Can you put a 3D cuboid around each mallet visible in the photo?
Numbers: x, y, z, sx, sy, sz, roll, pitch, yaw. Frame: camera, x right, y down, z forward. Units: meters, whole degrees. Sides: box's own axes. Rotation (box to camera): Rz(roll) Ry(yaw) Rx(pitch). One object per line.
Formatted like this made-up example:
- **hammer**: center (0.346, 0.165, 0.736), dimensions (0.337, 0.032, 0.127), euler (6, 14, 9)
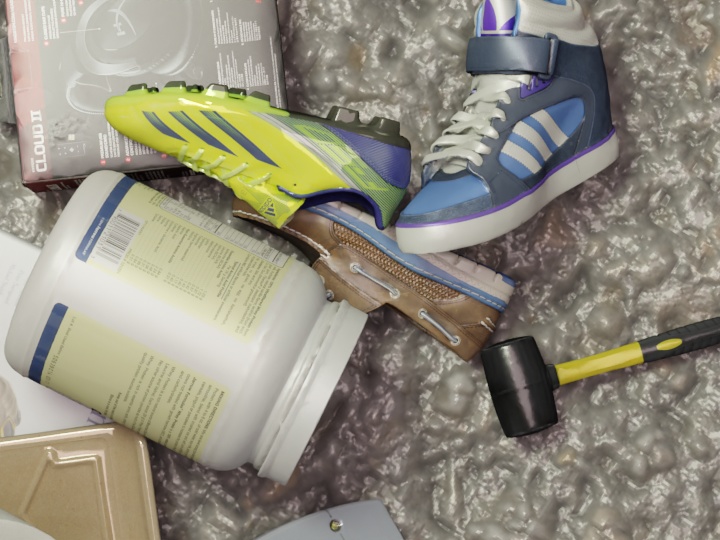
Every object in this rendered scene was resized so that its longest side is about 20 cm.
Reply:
- **mallet**: center (0.183, 0.067, 1.616), dimensions (0.199, 0.041, 0.066), euler (-8, 87, -6)

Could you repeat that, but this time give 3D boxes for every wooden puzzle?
- **wooden puzzle**: center (-0.225, 0.199, 1.580), dimensions (0.199, 0.046, 0.186), euler (-7, 96, 2)

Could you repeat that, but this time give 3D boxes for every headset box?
- **headset box**: center (-0.150, -0.135, 1.595), dimensions (0.199, 0.077, 0.149), euler (-7, 87, -1)

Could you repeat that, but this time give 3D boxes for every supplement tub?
- **supplement tub**: center (-0.110, 0.039, 1.533), dimensions (0.200, 0.145, 0.145), euler (26, 86, 0)

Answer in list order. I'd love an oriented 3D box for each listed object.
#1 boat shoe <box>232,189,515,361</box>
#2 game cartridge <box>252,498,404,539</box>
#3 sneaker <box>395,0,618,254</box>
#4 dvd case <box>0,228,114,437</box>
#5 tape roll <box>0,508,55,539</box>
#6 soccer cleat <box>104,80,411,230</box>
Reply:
- **boat shoe**: center (0.000, 0.000, 1.594), dimensions (0.200, 0.072, 0.073), euler (23, 87, 0)
- **game cartridge**: center (-0.042, 0.236, 1.556), dimensions (0.200, 0.042, 0.133), euler (-28, 83, -33)
- **sneaker**: center (0.081, -0.109, 1.559), dimensions (0.200, 0.080, 0.147), euler (-29, 109, -35)
- **dvd case**: center (-0.228, 0.057, 1.609), dimensions (0.200, 0.018, 0.143), euler (25, 85, -1)
- **tape roll**: center (-0.258, 0.239, 1.472), dimensions (0.202, 0.071, 0.203), euler (-10, 106, -36)
- **soccer cleat**: center (-0.067, -0.072, 1.527), dimensions (0.200, 0.065, 0.084), euler (10, 93, -4)
